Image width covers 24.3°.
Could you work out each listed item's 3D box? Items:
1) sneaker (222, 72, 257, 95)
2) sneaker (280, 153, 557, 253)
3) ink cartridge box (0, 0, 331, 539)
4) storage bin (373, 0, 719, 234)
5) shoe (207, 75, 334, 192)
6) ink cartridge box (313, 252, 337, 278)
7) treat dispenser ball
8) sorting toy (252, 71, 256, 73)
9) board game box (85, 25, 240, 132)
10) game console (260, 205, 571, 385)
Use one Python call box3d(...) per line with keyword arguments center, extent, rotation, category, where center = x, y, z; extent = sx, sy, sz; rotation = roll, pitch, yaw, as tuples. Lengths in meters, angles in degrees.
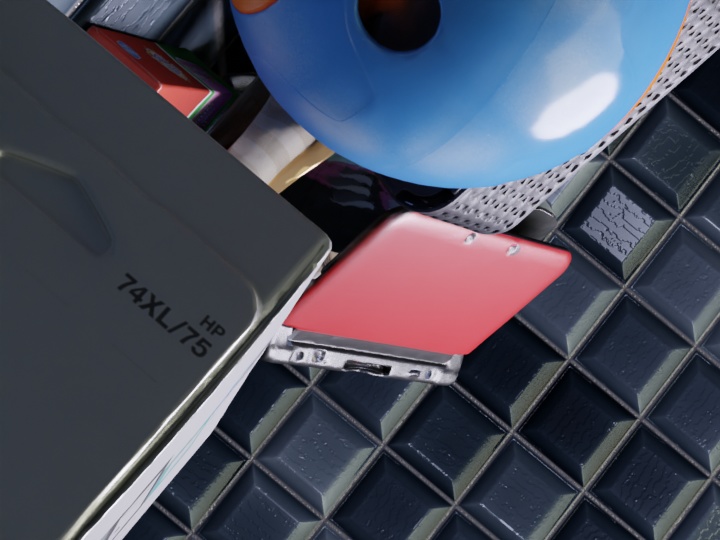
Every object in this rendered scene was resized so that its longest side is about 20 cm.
box3d(center=(-0.087, -0.038, 0.923), extent=(0.114, 0.075, 0.201), rotation=(-39, -154, 46), category="sneaker")
box3d(center=(0.024, -0.061, 1.063), extent=(0.080, 0.199, 0.087), rotation=(-50, -140, 40), category="sneaker")
box3d(center=(-0.127, 0.029, 0.566), extent=(0.146, 0.147, 0.200), rotation=(-49, 178, -27), category="ink cartridge box")
box3d(center=(0.081, -0.129, 0.848), extent=(0.200, 0.136, 0.094), rotation=(-41, 159, 15), category="storage bin")
box3d(center=(-0.081, -0.039, 0.831), extent=(0.070, 0.054, 0.200), rotation=(-3, -147, 45), category="shoe")
box3d(center=(-0.004, -0.064, 1.278), extent=(0.200, 0.084, 0.147), rotation=(-28, -116, 57), category="ink cartridge box")
box3d(center=(0.042, -0.135, 0.705), extent=(0.201, 0.201, 0.201), rotation=(-51, 179, -1), category="treat dispenser ball")
box3d(center=(-0.093, -0.055, 1.155), extent=(0.199, 0.069, 0.200), rotation=(-50, 178, -46), category="sorting toy")
box3d(center=(-0.134, -0.039, 0.796), extent=(0.153, 0.040, 0.200), rotation=(-51, 179, 8), category="board game box")
box3d(center=(0.000, 0.000, 1.040), extent=(0.199, 0.172, 0.119), rotation=(13, 101, -52), category="game console")
